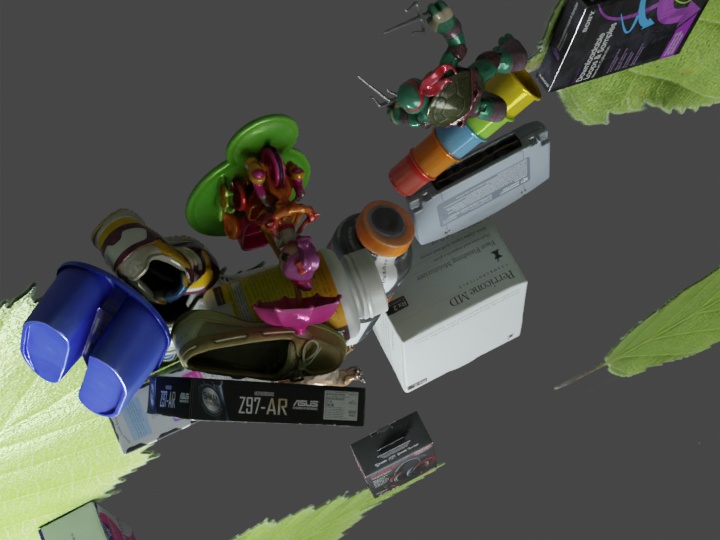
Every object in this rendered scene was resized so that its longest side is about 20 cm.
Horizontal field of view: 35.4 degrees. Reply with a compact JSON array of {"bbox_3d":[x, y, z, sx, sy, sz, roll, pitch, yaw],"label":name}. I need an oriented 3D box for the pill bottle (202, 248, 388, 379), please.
[{"bbox_3d":[-0.073,0.044,1.297,0.198,0.110,0.109,-20,154,-6],"label":"pill bottle"}]

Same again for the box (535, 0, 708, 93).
[{"bbox_3d":[0.308,-0.284,1.296,0.198,0.036,0.143,-18,153,-20],"label":"box"}]

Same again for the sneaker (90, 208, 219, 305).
[{"bbox_3d":[-0.206,0.005,1.218,0.075,0.090,0.200,-45,151,11],"label":"sneaker"}]

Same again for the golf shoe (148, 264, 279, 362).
[{"bbox_3d":[-0.171,0.038,1.354,0.199,0.079,0.098,-27,147,-12],"label":"golf shoe"}]

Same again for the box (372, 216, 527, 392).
[{"bbox_3d":[0.119,0.047,1.607,0.198,0.131,0.200,-26,155,-8],"label":"box"}]

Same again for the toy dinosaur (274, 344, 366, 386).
[{"bbox_3d":[-0.070,0.145,1.660,0.134,0.087,0.200,-19,172,3],"label":"toy dinosaur"}]

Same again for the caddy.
[{"bbox_3d":[-0.277,0.067,1.198,0.105,0.141,0.200,-56,-177,-30],"label":"caddy"}]

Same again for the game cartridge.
[{"bbox_3d":[0.153,-0.109,1.462,0.199,0.041,0.134,-27,152,-4],"label":"game cartridge"}]

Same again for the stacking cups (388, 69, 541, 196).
[{"bbox_3d":[0.115,-0.156,1.301,0.200,0.061,0.060,-40,153,23],"label":"stacking cups"}]

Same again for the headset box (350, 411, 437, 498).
[{"bbox_3d":[0.067,0.360,2.206,0.148,0.075,0.200,-26,155,-6],"label":"headset box"}]

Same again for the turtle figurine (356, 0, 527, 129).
[{"bbox_3d":[0.084,-0.192,1.163,0.199,0.101,0.150,-10,149,-43],"label":"turtle figurine"}]

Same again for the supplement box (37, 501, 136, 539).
[{"bbox_3d":[-0.432,0.465,1.847,0.103,0.102,0.200,-27,156,-6],"label":"supplement box"}]

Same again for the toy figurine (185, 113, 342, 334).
[{"bbox_3d":[-0.078,-0.031,1.186,0.149,0.185,0.201,-15,151,-28],"label":"toy figurine"}]

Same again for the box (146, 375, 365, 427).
[{"bbox_3d":[-0.116,0.143,1.234,0.198,0.044,0.160,6,173,-25],"label":"box"}]

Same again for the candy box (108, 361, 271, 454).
[{"bbox_3d":[-0.220,0.153,1.440,0.199,0.072,0.168,-24,-178,-10],"label":"candy box"}]

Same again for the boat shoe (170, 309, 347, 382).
[{"bbox_3d":[-0.102,0.089,1.206,0.199,0.063,0.074,13,119,-28],"label":"boat shoe"}]

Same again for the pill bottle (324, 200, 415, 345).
[{"bbox_3d":[0.000,0.000,1.420,0.105,0.107,0.200,-12,151,-32],"label":"pill bottle"}]
